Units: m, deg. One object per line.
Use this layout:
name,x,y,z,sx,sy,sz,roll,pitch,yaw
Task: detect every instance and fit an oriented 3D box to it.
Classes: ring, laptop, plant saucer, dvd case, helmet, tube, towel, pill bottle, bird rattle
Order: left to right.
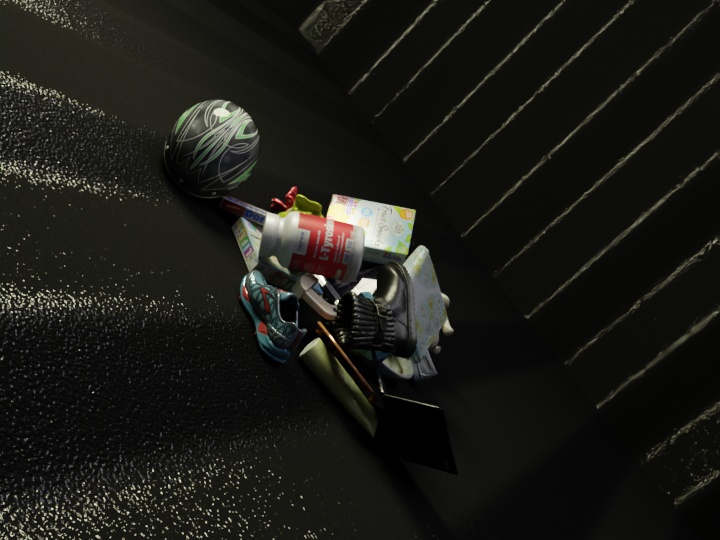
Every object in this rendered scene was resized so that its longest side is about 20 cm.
helmet,-0.299,-0.248,1.551,0.200,0.200,0.191,45,0,-9
bird rattle,-0.149,-0.098,1.766,0.165,0.111,0.200,66,-14,-13
pill bottle,-0.097,-0.051,1.496,0.196,0.114,0.113,12,26,-10
tube,-0.033,0.217,1.410,0.201,0.052,0.058,50,59,-6
ring,-0.024,0.180,1.448,0.201,0.019,0.201,53,-5,7
dvd case,0.000,0.000,1.697,0.149,0.198,0.016,50,-23,29
plant saucer,0.034,0.169,1.672,0.200,0.050,0.201,45,16,-16
laptop,0.098,0.259,1.417,0.201,0.101,0.180,-103,178,-55
towel,0.122,0.075,1.654,0.172,0.047,0.203,-51,131,-46

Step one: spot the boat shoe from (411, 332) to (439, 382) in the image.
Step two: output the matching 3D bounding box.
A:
boat shoe,0.140,0.149,1.767,0.075,0.084,0.206,49,27,-81

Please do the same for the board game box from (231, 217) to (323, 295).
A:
board game box,-0.173,-0.020,1.598,0.199,0.034,0.135,30,25,-47

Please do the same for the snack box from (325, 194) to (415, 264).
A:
snack box,0.017,-0.090,1.717,0.196,0.053,0.144,11,51,3

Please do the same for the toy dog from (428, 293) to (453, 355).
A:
toy dog,0.146,0.125,1.907,0.193,0.139,0.201,42,19,-18

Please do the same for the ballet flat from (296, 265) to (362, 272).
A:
ballet flat,-0.081,-0.034,1.626,0.198,0.070,0.071,-1,42,-42

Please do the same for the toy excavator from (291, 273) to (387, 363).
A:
toy excavator,-0.022,0.090,1.503,0.198,0.100,0.196,-2,55,-51

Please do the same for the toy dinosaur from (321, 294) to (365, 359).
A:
toy dinosaur,-0.056,0.109,1.592,0.201,0.047,0.088,55,4,31

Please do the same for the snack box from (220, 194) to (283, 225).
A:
snack box,-0.200,-0.110,1.609,0.197,0.025,0.072,22,9,-13

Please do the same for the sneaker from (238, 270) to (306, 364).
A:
sneaker,-0.148,0.066,1.361,0.079,0.095,0.201,28,26,-49

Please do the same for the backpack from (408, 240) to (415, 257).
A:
backpack,0.049,-0.013,1.827,0.153,0.192,0.201,28,-22,24

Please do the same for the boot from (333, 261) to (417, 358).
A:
boot,0.024,0.060,1.440,0.156,0.080,0.214,15,49,-29
